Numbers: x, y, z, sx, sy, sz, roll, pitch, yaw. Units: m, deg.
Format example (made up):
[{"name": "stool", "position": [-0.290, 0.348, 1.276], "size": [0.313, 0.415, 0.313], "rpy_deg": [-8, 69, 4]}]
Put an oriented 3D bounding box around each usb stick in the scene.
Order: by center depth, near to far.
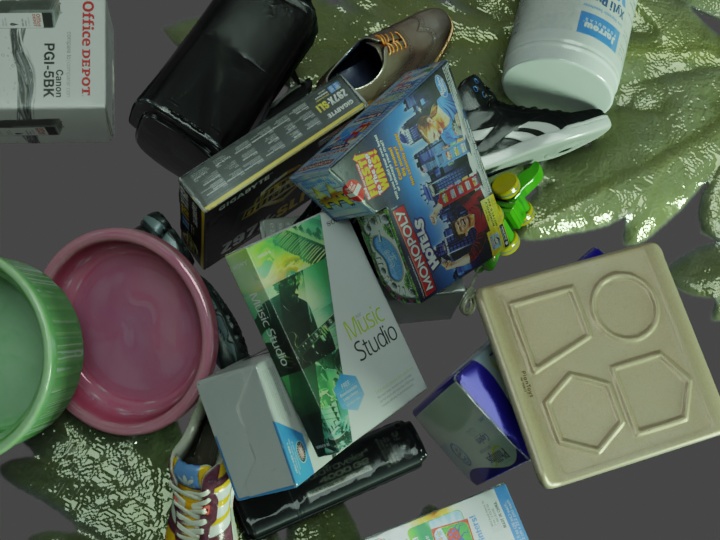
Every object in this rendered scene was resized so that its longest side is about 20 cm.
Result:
[{"name": "usb stick", "position": [-0.031, 0.207, 1.145], "size": [0.200, 0.033, 0.056], "rpy_deg": [-21, 68, -15]}]

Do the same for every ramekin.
[{"name": "ramekin", "position": [-0.358, 0.077, 1.075], "size": [0.199, 0.098, 0.201], "rpy_deg": [0, 89, 12]}]

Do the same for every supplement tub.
[{"name": "supplement tub", "position": [0.242, -0.285, 1.305], "size": [0.132, 0.132, 0.201], "rpy_deg": [16, 69, -2]}]

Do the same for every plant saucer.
[{"name": "plant saucer", "position": [-0.223, 0.057, 1.118], "size": [0.200, 0.051, 0.201], "rpy_deg": [2, 97, 20]}]

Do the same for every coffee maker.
[{"name": "coffee maker", "position": [-0.144, -0.209, 1.189], "size": [0.134, 0.192, 0.200], "rpy_deg": [23, 67, 14]}]

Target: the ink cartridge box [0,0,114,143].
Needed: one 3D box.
[{"name": "ink cartridge box", "position": [-0.364, -0.215, 1.219], "size": [0.199, 0.083, 0.147], "rpy_deg": [-2, 70, -8]}]

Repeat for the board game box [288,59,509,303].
[{"name": "board game box", "position": [0.035, -0.076, 1.104], "size": [0.200, 0.062, 0.201], "rpy_deg": [-29, 104, -40]}]

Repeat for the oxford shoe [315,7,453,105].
[{"name": "oxford shoe", "position": [0.033, -0.238, 1.288], "size": [0.200, 0.073, 0.071], "rpy_deg": [-41, 80, -19]}]

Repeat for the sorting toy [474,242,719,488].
[{"name": "sorting toy", "position": [0.214, 0.082, 1.031], "size": [0.199, 0.036, 0.186], "rpy_deg": [-13, 75, -18]}]

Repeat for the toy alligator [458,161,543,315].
[{"name": "toy alligator", "position": [0.135, -0.040, 1.247], "size": [0.054, 0.059, 0.200], "rpy_deg": [12, 62, 39]}]

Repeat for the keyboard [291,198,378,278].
[{"name": "keyboard", "position": [-0.009, -0.058, 1.162], "size": [0.104, 0.040, 0.200], "rpy_deg": [36, 64, -18]}]

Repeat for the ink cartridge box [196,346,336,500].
[{"name": "ink cartridge box", "position": [-0.066, 0.128, 1.101], "size": [0.068, 0.200, 0.116], "rpy_deg": [-18, 92, 23]}]

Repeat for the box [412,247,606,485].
[{"name": "box", "position": [0.170, 0.098, 1.131], "size": [0.200, 0.184, 0.105], "rpy_deg": [-41, 83, -19]}]

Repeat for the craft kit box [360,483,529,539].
[{"name": "craft kit box", "position": [0.087, 0.335, 1.112], "size": [0.197, 0.049, 0.200], "rpy_deg": [-17, 74, -16]}]

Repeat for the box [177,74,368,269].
[{"name": "box", "position": [-0.092, -0.097, 1.175], "size": [0.200, 0.160, 0.049], "rpy_deg": [-35, 80, -19]}]

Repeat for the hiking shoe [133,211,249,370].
[{"name": "hiking shoe", "position": [-0.185, 0.039, 1.169], "size": [0.087, 0.074, 0.200], "rpy_deg": [-35, 71, -6]}]

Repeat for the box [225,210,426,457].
[{"name": "box", "position": [-0.028, 0.051, 1.064], "size": [0.144, 0.036, 0.200], "rpy_deg": [-29, 94, -49]}]

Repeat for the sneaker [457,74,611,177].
[{"name": "sneaker", "position": [0.167, -0.173, 1.269], "size": [0.199, 0.073, 0.112], "rpy_deg": [-18, 81, -4]}]

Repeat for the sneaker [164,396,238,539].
[{"name": "sneaker", "position": [-0.153, 0.212, 1.078], "size": [0.075, 0.090, 0.201], "rpy_deg": [5, 76, 19]}]

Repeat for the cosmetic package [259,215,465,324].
[{"name": "cosmetic package", "position": [0.000, 0.000, 1.194], "size": [0.199, 0.090, 0.107], "rpy_deg": [-8, 69, -8]}]
